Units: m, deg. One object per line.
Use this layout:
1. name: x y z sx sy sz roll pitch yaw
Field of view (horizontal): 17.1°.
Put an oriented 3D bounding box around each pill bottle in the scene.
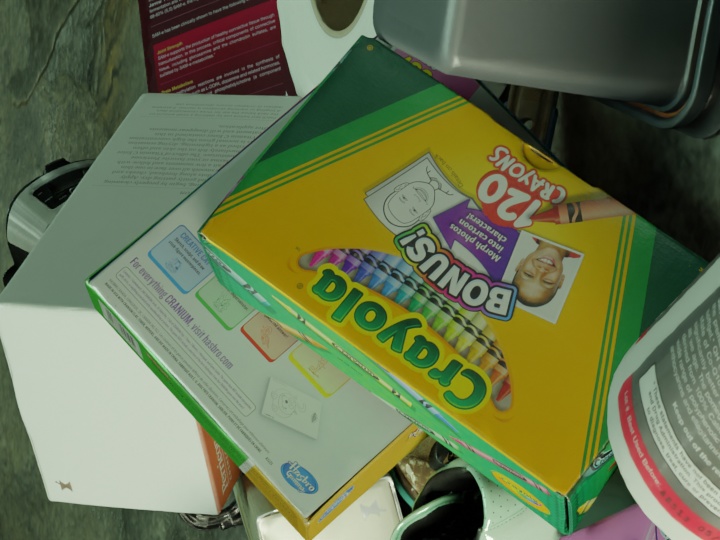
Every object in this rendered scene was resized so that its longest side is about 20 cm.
1. pill bottle: 0.179 0.021 0.856 0.200 0.110 0.111 126 137 -52

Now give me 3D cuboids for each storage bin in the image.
1. storage bin: 0.091 -0.161 1.020 0.146 0.134 0.201 -143 57 -60

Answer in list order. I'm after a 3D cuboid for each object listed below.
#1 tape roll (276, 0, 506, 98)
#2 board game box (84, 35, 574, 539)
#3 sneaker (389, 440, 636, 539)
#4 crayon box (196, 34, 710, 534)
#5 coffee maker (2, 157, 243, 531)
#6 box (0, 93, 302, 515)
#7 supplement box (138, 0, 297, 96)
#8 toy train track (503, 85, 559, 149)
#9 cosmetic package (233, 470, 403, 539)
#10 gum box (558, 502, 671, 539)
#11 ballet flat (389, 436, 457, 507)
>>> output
1. tape roll: 0.020 -0.171 1.230 0.202 0.071 0.203 180 90 -69
2. board game box: 0.000 0.000 1.085 0.153 0.200 0.040 47 168 14
3. sneaker: 0.053 0.133 1.113 0.201 0.118 0.074 123 138 -51
4. crayon box: 0.044 0.004 1.021 0.200 0.119 0.058 35 166 18
5. coffee maker: -0.145 0.042 1.518 0.200 0.134 0.193 -146 60 -61
6. box: -0.093 0.012 1.225 0.200 0.097 0.125 -62 -31 -50
7. supplement box: -0.068 -0.130 1.393 0.109 0.061 0.201 -16 72 30
8. toy train track: 0.065 -0.023 1.134 0.114 0.033 0.201 10 84 25
9. cosmetic package: -0.022 0.132 1.239 0.200 0.071 0.106 -129 24 -76
10. gum box: 0.147 0.193 0.969 0.113 0.066 0.201 141 125 -60
11. ballet flat: 0.035 0.059 1.226 0.065 0.070 0.200 -44 31 9
